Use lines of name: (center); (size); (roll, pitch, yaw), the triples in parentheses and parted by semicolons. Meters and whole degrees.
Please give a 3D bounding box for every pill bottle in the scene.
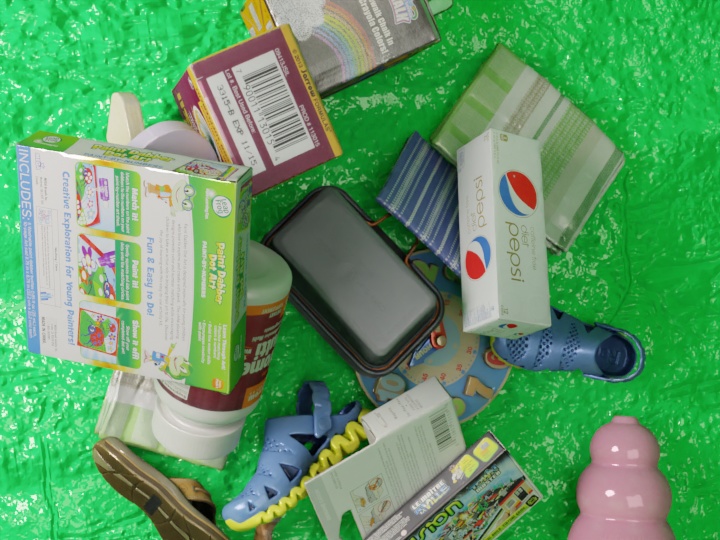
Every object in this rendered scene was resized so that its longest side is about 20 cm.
pill bottle: (-0.139, 0.076, 1.014); (0.108, 0.110, 0.202); (9, 118, -14)

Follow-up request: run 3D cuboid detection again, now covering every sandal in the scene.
sandal: (-0.073, 0.188, 1.092); (0.200, 0.079, 0.087); (-41, 94, -35)
sandal: (-0.189, 0.236, 1.081); (0.200, 0.080, 0.054); (45, 47, -3)
sandal: (0.238, 0.082, 1.169); (0.198, 0.087, 0.080); (8, 91, -22)

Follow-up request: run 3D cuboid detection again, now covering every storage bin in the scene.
storage bin: (0.000, 0.000, 1.064); (0.145, 0.134, 0.200); (-43, 89, -5)

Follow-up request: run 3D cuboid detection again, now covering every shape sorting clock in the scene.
shape sorting clock: (0.084, 0.076, 1.163); (0.198, 0.039, 0.202); (-1, 93, -14)

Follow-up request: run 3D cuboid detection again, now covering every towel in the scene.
towel: (0.187, -0.134, 1.173); (0.200, 0.031, 0.150); (39, 75, -12)
towel: (0.106, -0.046, 1.127); (0.200, 0.145, 0.024); (42, 128, -12)
towel: (-0.179, 0.097, 1.102); (0.148, 0.031, 0.202); (18, 89, -14)

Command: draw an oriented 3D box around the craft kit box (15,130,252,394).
craft kit box: (-0.194, -0.006, 0.907); (0.196, 0.049, 0.202); (12, 116, 12)

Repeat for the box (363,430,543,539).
box: (0.092, 0.271, 1.120); (0.200, 0.035, 0.110); (-41, 130, -1)

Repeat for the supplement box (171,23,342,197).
supplement box: (-0.106, -0.147, 1.019); (0.103, 0.200, 0.132); (-26, 99, -11)

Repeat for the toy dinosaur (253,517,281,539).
toy dinosaur: (-0.120, 0.345, 1.126); (0.106, 0.060, 0.201); (28, 81, 14)

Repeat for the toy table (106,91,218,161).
toy table: (-0.214, -0.065, 1.007); (0.183, 0.117, 0.201); (6, 116, -45)

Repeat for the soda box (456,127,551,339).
soda box: (0.144, -0.037, 1.069); (0.068, 0.064, 0.202); (9, 70, -28)

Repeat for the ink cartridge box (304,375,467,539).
ink cartridge box: (0.035, 0.230, 1.112); (0.172, 0.044, 0.201); (-27, 129, -11)

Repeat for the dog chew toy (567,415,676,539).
dog chew toy: (0.297, 0.266, 1.191); (0.123, 0.124, 0.202); (5, 85, -14)

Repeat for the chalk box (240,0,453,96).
chalk box: (-0.004, -0.261, 1.081); (0.199, 0.124, 0.125); (-26, 98, -13)
